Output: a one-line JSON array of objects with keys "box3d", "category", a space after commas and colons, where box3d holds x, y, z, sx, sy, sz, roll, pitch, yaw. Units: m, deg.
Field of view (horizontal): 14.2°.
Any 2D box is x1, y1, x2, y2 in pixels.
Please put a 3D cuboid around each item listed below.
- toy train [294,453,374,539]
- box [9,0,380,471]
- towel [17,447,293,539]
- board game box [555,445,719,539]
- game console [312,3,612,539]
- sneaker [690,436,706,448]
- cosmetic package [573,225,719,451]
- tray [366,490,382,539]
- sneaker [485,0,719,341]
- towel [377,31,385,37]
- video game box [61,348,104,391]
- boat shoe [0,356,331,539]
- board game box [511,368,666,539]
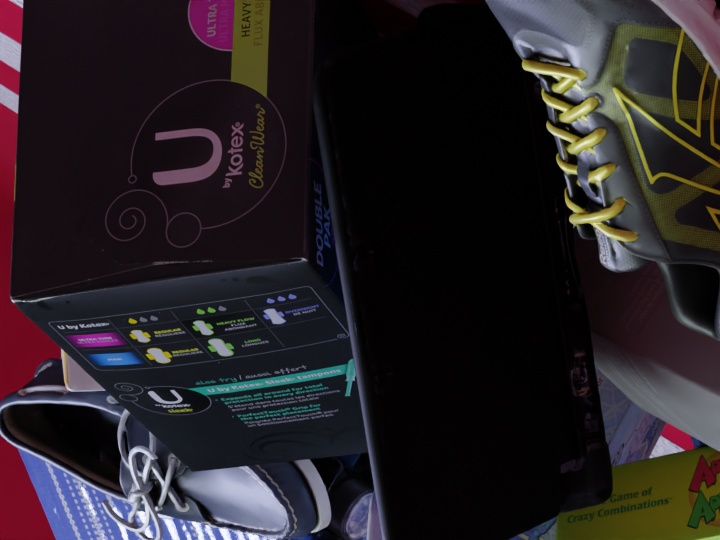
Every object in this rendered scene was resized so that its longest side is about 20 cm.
[{"box3d": [-0.050, 0.095, 1.535, 0.200, 0.087, 0.114, 30, 177, 37], "category": "toy train"}, {"box3d": [-0.046, -0.023, 1.168, 0.124, 0.149, 0.200, -8, 154, 16], "category": "box"}, {"box3d": [-0.103, 0.123, 1.499, 0.200, 0.024, 0.145, -12, 103, 50], "category": "towel"}, {"box3d": [0.196, 0.113, 1.254, 0.200, 0.048, 0.102, -15, 143, 31], "category": "board game box"}, {"box3d": [0.024, 0.002, 1.136, 0.176, 0.116, 0.200, -162, 62, -71], "category": "game console"}, {"box3d": [0.218, 0.125, 1.486, 0.078, 0.075, 0.200, 47, 180, -26], "category": "sneaker"}, {"box3d": [0.176, 0.037, 1.168, 0.200, 0.090, 0.107, 26, 167, 44], "category": "cosmetic package"}, {"box3d": [0.030, 0.118, 1.264, 0.022, 0.108, 0.200, 5, -164, 10], "category": "tray"}, {"box3d": [0.098, -0.047, 0.988, 0.200, 0.085, 0.074, 40, 171, -28], "category": "sneaker"}, {"box3d": [-0.008, -0.091, 1.337, 0.132, 0.035, 0.200, 28, 179, -37], "category": "towel"}, {"box3d": [-0.122, -0.047, 1.324, 0.047, 0.200, 0.182, -4, 179, -3], "category": "video game box"}, {"box3d": [-0.099, 0.090, 1.406, 0.200, 0.062, 0.075, 25, 131, 38], "category": "boat shoe"}, {"box3d": [0.108, 0.107, 1.460, 0.043, 0.199, 0.200, 27, 171, 12], "category": "board game box"}]
